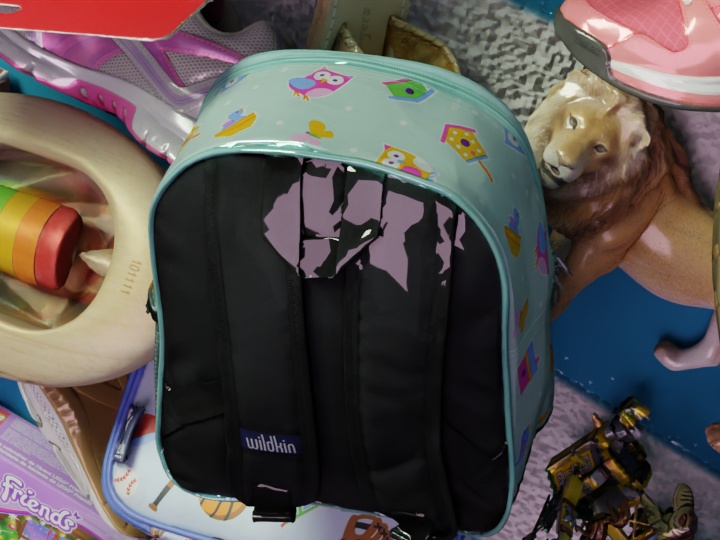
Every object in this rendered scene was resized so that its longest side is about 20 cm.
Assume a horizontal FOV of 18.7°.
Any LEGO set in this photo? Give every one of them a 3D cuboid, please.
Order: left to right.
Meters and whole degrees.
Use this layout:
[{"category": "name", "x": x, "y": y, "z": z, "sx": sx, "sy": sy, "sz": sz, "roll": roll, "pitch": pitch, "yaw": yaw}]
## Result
[{"category": "LEGO set", "x": 0.151, "y": 0.137, "z": 1.022, "sx": 0.116, "sy": 0.200, "sz": 0.154, "roll": -37, "pitch": 87, "yaw": 29}]

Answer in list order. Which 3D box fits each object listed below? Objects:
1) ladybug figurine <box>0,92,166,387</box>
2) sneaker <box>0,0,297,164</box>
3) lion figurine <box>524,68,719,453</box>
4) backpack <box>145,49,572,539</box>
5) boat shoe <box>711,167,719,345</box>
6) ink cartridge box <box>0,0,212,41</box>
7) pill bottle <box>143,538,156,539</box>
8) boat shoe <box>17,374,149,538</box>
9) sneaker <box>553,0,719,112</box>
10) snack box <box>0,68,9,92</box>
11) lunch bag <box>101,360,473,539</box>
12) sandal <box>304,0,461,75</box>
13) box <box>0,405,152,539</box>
[{"category": "ladybug figurine", "x": -0.158, "y": -0.015, "z": 1.078, "sx": 0.200, "sy": 0.072, "sz": 0.136, "roll": 23, "pitch": 95, "yaw": 24}, {"category": "sneaker", "x": -0.106, "y": -0.114, "z": 1.052, "sx": 0.200, "sy": 0.081, "sz": 0.088, "roll": 31, "pitch": 94, "yaw": 19}, {"category": "lion figurine", "x": 0.148, "y": -0.006, "z": 1.014, "sx": 0.200, "sy": 0.073, "sz": 0.123, "roll": 30, "pitch": 121, "yaw": -14}, {"category": "backpack", "x": 0.000, "y": 0.000, "z": 0.939, "sx": 0.175, "sy": 0.154, "sz": 0.200, "roll": 10, "pitch": 136, "yaw": 17}, {"category": "boat shoe", "x": 0.189, "y": 0.033, "z": 0.944, "sx": 0.067, "sy": 0.072, "sz": 0.201, "roll": -6, "pitch": 97, "yaw": 10}, {"category": "ink cartridge box", "x": -0.139, "y": -0.177, "z": 0.960, "sx": 0.199, "sy": 0.176, "sz": 0.084, "roll": 6, "pitch": 123, "yaw": 21}, {"category": "pill bottle", "x": -0.075, "y": 0.192, "z": 1.164, "sx": 0.199, "sy": 0.113, "sz": 0.113, "roll": -11, "pitch": 117, "yaw": 5}, {"category": "boat shoe", "x": -0.159, "y": 0.050, "z": 1.181, "sx": 0.069, "sy": 0.071, "sz": 0.201, "roll": 0, "pitch": 111, "yaw": 58}, {"category": "sneaker", "x": 0.184, "y": -0.113, "z": 0.930, "sx": 0.199, "sy": 0.074, "sz": 0.087, "roll": 9, "pitch": 114, "yaw": 11}, {"category": "snack box", "x": -0.229, "y": -0.029, "z": 1.190, "sx": 0.072, "sy": 0.024, "sz": 0.201, "roll": 19, "pitch": 126, "yaw": 15}, {"category": "lunch bag", "x": -0.027, "y": 0.074, "z": 1.093, "sx": 0.199, "sy": 0.076, "sz": 0.161, "roll": 17, "pitch": 81, "yaw": 12}, {"category": "sandal", "x": 0.016, "y": -0.086, "z": 0.999, "sx": 0.070, "sy": 0.077, "sz": 0.212, "roll": 29, "pitch": 128, "yaw": 39}, {"category": "box", "x": -0.163, "y": 0.178, "z": 1.281, "sx": 0.200, "sy": 0.039, "sz": 0.137, "roll": 30, "pitch": 127, "yaw": 4}]
